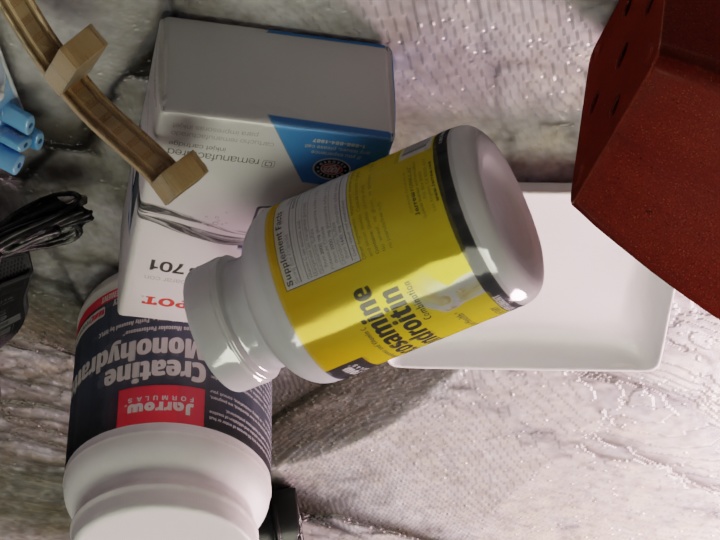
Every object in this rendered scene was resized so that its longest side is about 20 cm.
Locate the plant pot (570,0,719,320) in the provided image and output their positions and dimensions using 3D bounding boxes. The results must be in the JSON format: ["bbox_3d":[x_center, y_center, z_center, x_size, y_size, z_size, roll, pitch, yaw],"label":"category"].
[{"bbox_3d":[0.229,-0.096,1.255,0.175,0.201,0.201,18,139,-6],"label":"plant pot"}]

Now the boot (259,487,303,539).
[{"bbox_3d":[-0.124,0.254,1.762,0.167,0.077,0.201,-6,134,1],"label":"boot"}]

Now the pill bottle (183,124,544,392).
[{"bbox_3d":[0.000,0.000,1.288,0.199,0.113,0.112,-23,137,19],"label":"pill bottle"}]

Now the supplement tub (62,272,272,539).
[{"bbox_3d":[-0.130,0.109,1.483,0.139,0.201,0.141,-1,141,-1],"label":"supplement tub"}]

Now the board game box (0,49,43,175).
[{"bbox_3d":[-0.267,-0.061,1.263,0.026,0.200,0.200,30,158,18],"label":"board game box"}]

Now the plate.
[{"bbox_3d":[0.118,-0.001,1.485,0.198,0.033,0.200,0,142,-2],"label":"plate"}]

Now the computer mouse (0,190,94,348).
[{"bbox_3d":[-0.260,0.008,1.450,0.138,0.053,0.200,-28,167,-28],"label":"computer mouse"}]

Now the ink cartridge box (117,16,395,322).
[{"bbox_3d":[-0.070,-0.055,1.373,0.145,0.086,0.201,6,139,-11],"label":"ink cartridge box"}]

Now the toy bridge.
[{"bbox_3d":[-0.166,-0.121,1.260,0.200,0.027,0.067,50,161,-3],"label":"toy bridge"}]
